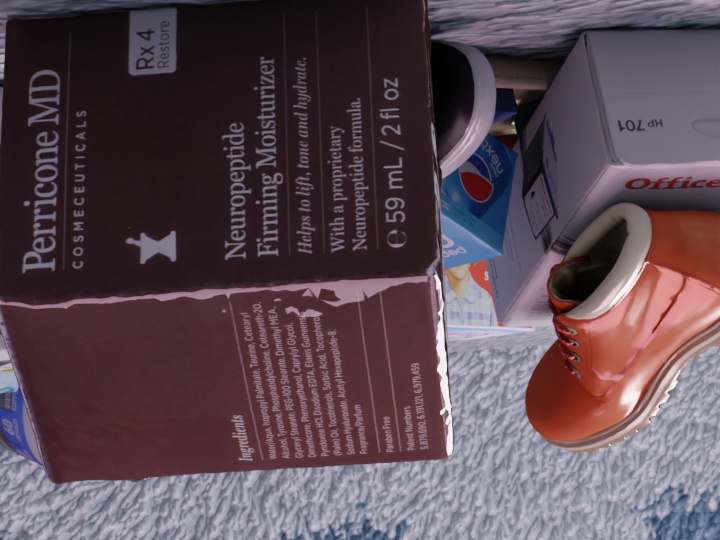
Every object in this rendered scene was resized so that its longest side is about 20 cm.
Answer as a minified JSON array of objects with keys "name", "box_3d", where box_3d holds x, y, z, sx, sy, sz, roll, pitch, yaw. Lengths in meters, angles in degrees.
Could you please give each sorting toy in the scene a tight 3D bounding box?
[{"name":"sorting toy","box_3d":[0.060,-0.079,1.556,0.185,0.037,0.200,0,168,-34]}]

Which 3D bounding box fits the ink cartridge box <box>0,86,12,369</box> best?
[{"name":"ink cartridge box","box_3d":[-0.185,-0.023,1.483,0.199,0.147,0.084,-1,172,-36]}]

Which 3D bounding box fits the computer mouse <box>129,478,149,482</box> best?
[{"name":"computer mouse","box_3d":[-0.145,0.023,1.583,0.140,0.201,0.046,-35,-168,-34]}]

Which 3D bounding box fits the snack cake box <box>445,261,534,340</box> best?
[{"name":"snack cake box","box_3d":[0.037,-0.015,1.861,0.067,0.116,0.200,-8,172,36]}]

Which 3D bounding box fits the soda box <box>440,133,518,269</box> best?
[{"name":"soda box","box_3d":[-0.012,-0.031,1.519,0.200,0.064,0.068,-15,144,42]}]

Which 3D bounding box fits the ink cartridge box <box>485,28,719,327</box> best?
[{"name":"ink cartridge box","box_3d":[0.164,-0.047,1.499,0.146,0.086,0.200,-2,153,-16]}]

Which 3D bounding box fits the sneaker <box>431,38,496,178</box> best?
[{"name":"sneaker","box_3d":[-0.031,-0.076,1.412,0.112,0.073,0.200,-1,175,-39]}]

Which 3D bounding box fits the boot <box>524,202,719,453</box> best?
[{"name":"boot","box_3d":[0.128,0.027,1.472,0.107,0.075,0.200,10,141,-29]}]

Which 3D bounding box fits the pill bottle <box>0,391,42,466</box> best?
[{"name":"pill bottle","box_3d":[-0.232,0.048,1.753,0.200,0.114,0.114,20,-170,37]}]

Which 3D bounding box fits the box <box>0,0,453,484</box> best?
[{"name":"box","box_3d":[-0.059,-0.014,1.297,0.199,0.166,0.164,-4,146,2]}]

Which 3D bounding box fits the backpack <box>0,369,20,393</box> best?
[{"name":"backpack","box_3d":[-0.260,0.022,1.590,0.146,0.201,0.183,-3,173,-11]}]
